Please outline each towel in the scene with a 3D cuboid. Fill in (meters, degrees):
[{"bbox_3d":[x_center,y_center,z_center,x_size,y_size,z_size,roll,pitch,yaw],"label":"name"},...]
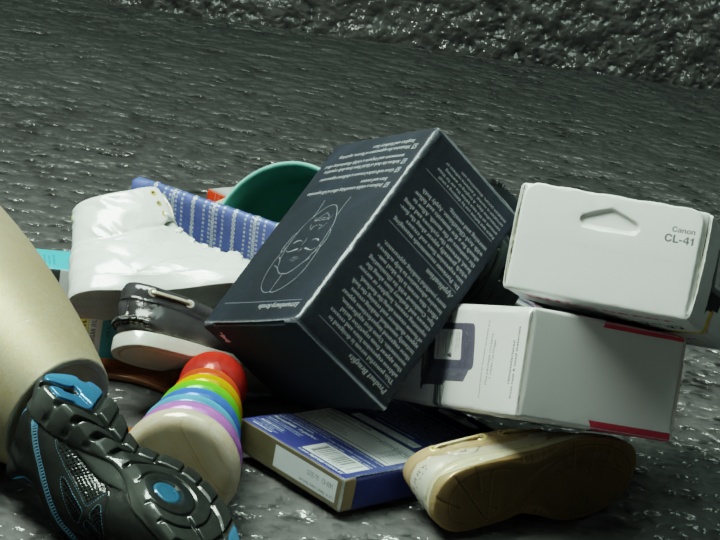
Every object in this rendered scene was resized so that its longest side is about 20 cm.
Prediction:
[{"bbox_3d":[-0.123,0.007,1.556,0.199,0.145,0.024,19,28,25],"label":"towel"}]

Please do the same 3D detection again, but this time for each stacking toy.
[{"bbox_3d":[-0.118,0.113,1.310,0.085,0.086,0.200,10,16,2],"label":"stacking toy"}]

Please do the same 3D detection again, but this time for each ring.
[{"bbox_3d":[-0.203,0.102,1.414,0.200,0.019,0.200,9,17,-3],"label":"ring"}]

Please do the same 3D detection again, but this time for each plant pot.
[{"bbox_3d":[-0.281,0.053,1.296,0.200,0.188,0.187,34,27,30],"label":"plant pot"}]

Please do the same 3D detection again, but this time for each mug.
[{"bbox_3d":[-0.053,0.005,1.622,0.152,0.186,0.114,5,-14,26],"label":"mug"}]

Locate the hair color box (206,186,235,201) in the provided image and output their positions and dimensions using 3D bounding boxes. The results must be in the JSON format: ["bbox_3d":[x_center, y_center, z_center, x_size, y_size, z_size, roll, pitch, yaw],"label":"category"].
[{"bbox_3d":[-0.067,-0.035,1.877,0.101,0.061,0.200,-7,22,-42],"label":"hair color box"}]

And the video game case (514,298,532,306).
[{"bbox_3d":[0.135,-0.002,1.677,0.200,0.018,0.143,31,24,11],"label":"video game case"}]

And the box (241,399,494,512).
[{"bbox_3d":[0.017,0.139,1.389,0.200,0.033,0.121,-6,23,-43],"label":"box"}]

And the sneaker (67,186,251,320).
[{"bbox_3d":[-0.145,-0.019,1.483,0.199,0.074,0.116,3,57,-15],"label":"sneaker"}]

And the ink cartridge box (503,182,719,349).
[{"bbox_3d":[0.205,0.000,1.363,0.147,0.086,0.200,10,-4,20],"label":"ink cartridge box"}]

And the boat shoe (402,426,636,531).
[{"bbox_3d":[0.121,0.148,1.346,0.199,0.074,0.069,0,21,-35],"label":"boat shoe"}]

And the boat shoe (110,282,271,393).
[{"bbox_3d":[-0.114,0.059,1.451,0.200,0.061,0.074,16,-23,-33],"label":"boat shoe"}]

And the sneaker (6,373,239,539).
[{"bbox_3d":[-0.157,0.156,1.179,0.200,0.082,0.073,41,20,27],"label":"sneaker"}]

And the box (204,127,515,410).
[{"bbox_3d":[0.000,0.000,1.389,0.107,0.200,0.148,47,-24,-23],"label":"box"}]

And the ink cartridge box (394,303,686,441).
[{"bbox_3d":[0.132,0.076,1.381,0.144,0.085,0.200,11,-4,-27],"label":"ink cartridge box"}]

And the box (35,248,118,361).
[{"bbox_3d":[-0.246,0.030,1.519,0.199,0.083,0.049,5,17,-14],"label":"box"}]

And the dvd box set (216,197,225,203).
[{"bbox_3d":[-0.124,-0.027,1.754,0.200,0.029,0.146,-26,34,-29],"label":"dvd box set"}]

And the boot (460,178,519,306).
[{"bbox_3d":[0.109,-0.028,1.561,0.168,0.077,0.200,4,25,-49],"label":"boot"}]
